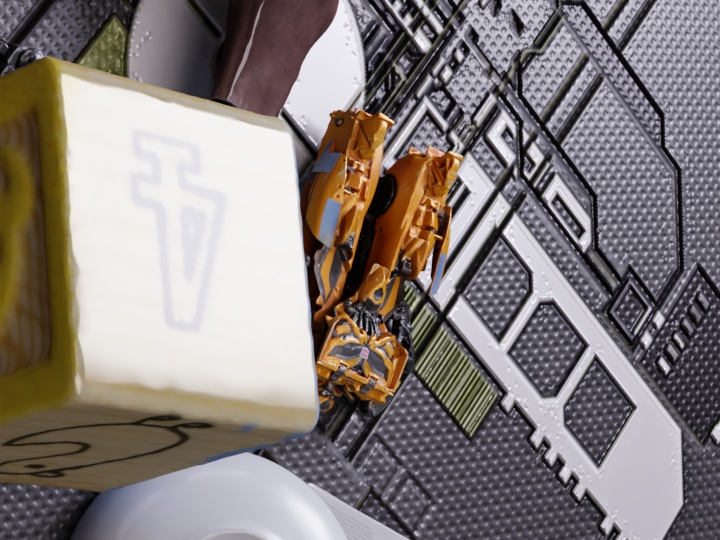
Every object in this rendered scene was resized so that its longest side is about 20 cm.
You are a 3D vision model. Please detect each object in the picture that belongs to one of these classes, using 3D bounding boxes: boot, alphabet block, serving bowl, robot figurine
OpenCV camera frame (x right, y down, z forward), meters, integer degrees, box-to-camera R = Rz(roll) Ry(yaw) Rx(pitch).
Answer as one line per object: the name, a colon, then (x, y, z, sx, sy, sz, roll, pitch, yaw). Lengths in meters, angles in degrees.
boot: (-0.056, -0.183, 1.638, 0.200, 0.072, 0.167, 54, 53, -70)
alphabet block: (-0.163, 0.010, 1.475, 0.200, 0.195, 0.197, 11, 66, -48)
serving bowl: (-0.088, 0.208, 1.612, 0.199, 0.066, 0.201, 3, 79, -17)
robot figurine: (0.000, 0.000, 1.741, 0.145, 0.058, 0.201, 24, 74, -37)

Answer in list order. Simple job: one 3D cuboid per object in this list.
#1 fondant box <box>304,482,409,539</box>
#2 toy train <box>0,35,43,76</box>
fondant box: (-0.036, 0.258, 1.713, 0.144, 0.058, 0.201, 34, 68, -36)
toy train: (-0.250, -0.151, 1.543, 0.200, 0.034, 0.046, 43, 76, -33)
